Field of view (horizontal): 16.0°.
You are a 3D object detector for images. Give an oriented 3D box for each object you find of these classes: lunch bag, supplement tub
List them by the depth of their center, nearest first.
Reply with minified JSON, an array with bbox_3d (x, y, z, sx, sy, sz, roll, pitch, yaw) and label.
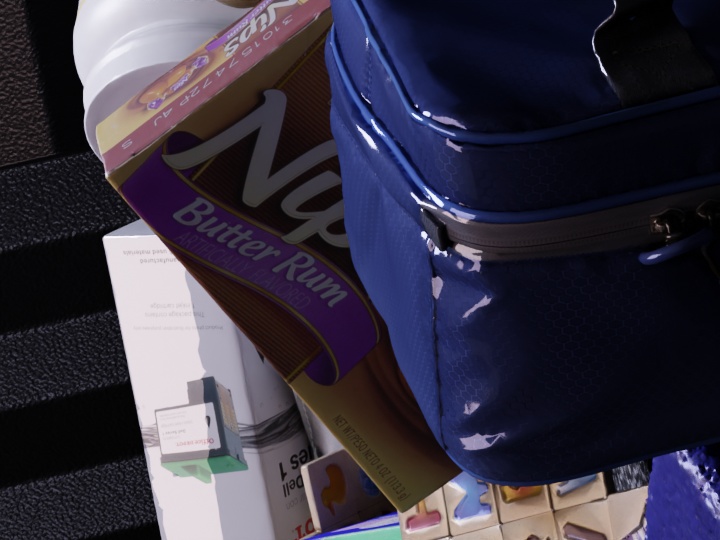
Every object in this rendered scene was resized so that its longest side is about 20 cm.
[{"bbox_3d":[0.066,-0.039,0.743,0.200,0.136,0.132,-119,18,-62],"label":"lunch bag"},{"bbox_3d":[-0.073,-0.151,1.333,0.145,0.145,0.200,90,-177,-58],"label":"supplement tub"}]

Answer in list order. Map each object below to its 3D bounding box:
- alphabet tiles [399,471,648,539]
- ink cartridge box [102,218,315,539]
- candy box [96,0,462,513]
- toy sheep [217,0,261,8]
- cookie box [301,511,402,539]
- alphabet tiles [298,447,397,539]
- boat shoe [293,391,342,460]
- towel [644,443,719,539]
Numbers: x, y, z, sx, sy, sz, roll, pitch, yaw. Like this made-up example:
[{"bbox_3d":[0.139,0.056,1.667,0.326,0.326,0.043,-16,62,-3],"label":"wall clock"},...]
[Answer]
[{"bbox_3d":[0.068,0.154,1.059,0.200,0.006,0.167,-22,74,50],"label":"alphabet tiles"},{"bbox_3d":[-0.054,0.056,1.418,0.146,0.084,0.200,-30,-67,-54],"label":"ink cartridge box"},{"bbox_3d":[0.001,-0.012,1.020,0.200,0.117,0.056,51,-171,-27],"label":"candy box"},{"bbox_3d":[-0.003,-0.179,1.031,0.200,0.138,0.138,-42,49,31],"label":"toy sheep"},{"bbox_3d":[0.060,0.208,1.177,0.171,0.075,0.200,-18,86,55],"label":"cookie box"},{"bbox_3d":[0.026,0.164,1.312,0.200,0.006,0.167,-20,-81,-54],"label":"alphabet tiles"},{"bbox_3d":[0.013,0.110,1.376,0.201,0.070,0.072,56,-135,-41],"label":"boat shoe"},{"bbox_3d":[0.143,0.147,0.850,0.148,0.049,0.200,-122,20,-46],"label":"towel"}]
